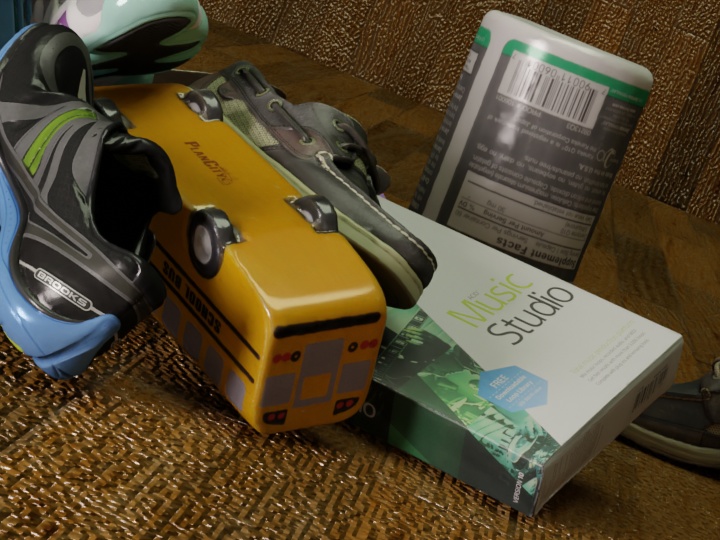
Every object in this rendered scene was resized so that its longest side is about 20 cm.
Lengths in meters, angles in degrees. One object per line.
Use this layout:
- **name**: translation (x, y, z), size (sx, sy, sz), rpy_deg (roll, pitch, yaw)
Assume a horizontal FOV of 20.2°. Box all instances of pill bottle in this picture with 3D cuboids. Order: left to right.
- **pill bottle**: translation (0.093, -0.048, 1.240), size (0.113, 0.201, 0.113), rpy_deg (21, 9, -4)

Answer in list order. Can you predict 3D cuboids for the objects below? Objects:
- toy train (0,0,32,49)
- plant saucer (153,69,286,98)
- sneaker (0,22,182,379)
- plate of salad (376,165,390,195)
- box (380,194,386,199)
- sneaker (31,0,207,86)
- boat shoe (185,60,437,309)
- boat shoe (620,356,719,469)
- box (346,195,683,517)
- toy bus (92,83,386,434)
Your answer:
- **toy train**: translation (-0.210, -0.180, 1.277), size (0.114, 0.087, 0.200), rpy_deg (-6, 18, -26)
- **plant saucer**: translation (-0.149, -0.104, 1.342), size (0.199, 0.032, 0.200), rpy_deg (0, -5, 0)
- **sneaker**: translation (-0.117, -0.038, 0.872), size (0.071, 0.082, 0.200), rpy_deg (54, 13, -41)
- **plate of salad**: translation (-0.082, -0.046, 1.197), size (0.199, 0.048, 0.200), rpy_deg (2, -10, 0)
- **box**: translation (-0.048, -0.056, 1.469), size (0.136, 0.039, 0.200), rpy_deg (21, 9, -9)
- **sneaker**: translation (-0.139, -0.164, 1.031), size (0.077, 0.141, 0.200), rpy_deg (-10, -2, -22)
- **boat shoe**: translation (-0.025, -0.052, 0.995), size (0.201, 0.066, 0.072), rpy_deg (36, -15, 42)
- **boat shoe**: translation (0.226, 0.080, 1.187), size (0.199, 0.074, 0.075), rpy_deg (17, 8, -2)
- **box**: translation (0.038, 0.033, 0.989), size (0.199, 0.036, 0.144), rpy_deg (24, 35, 25)
- **toy bus**: translation (-0.068, -0.014, 0.929), size (0.065, 0.079, 0.200), rpy_deg (-9, 35, -34)
